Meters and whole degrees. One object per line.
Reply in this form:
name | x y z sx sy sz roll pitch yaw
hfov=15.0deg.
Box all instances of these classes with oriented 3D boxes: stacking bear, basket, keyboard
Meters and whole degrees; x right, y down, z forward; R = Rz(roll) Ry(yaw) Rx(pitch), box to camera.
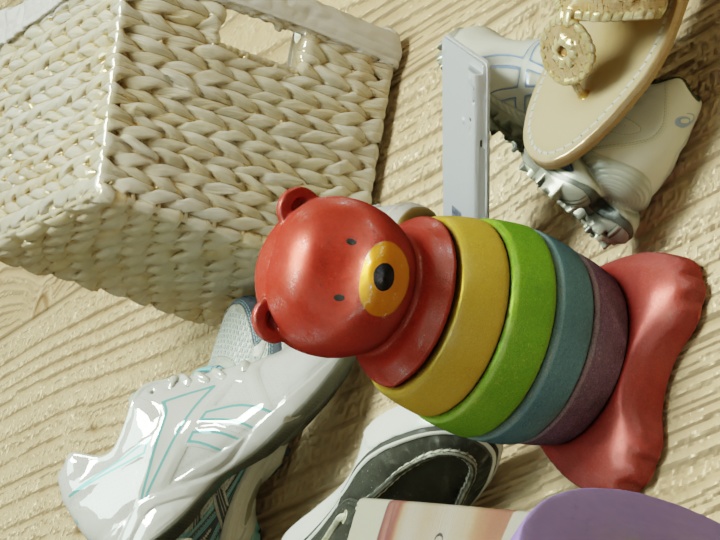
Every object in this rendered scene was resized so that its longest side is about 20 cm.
stacking bear | 0.043 0.022 1.291 0.114 0.200 0.122 9 81 62
basket | -0.112 -0.076 1.648 0.200 0.198 0.161 -18 60 56
keyboard | 0.054 -0.019 1.414 0.056 0.011 0.201 -127 33 -64

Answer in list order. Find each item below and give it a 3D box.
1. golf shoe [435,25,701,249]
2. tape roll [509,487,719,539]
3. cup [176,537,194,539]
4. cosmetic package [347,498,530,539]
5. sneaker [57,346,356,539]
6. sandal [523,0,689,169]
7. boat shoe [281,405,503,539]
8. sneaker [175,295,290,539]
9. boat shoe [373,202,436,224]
golf shoe | 0.112 -0.091 1.400 0.097 0.078 0.200 -48 36 6
tape roll | 0.124 0.181 1.041 0.085 0.200 0.200 -58 30 25
cup | -0.109 0.232 1.489 0.143 0.200 0.200 -43 29 -2
cosmetic package | 0.070 0.165 1.273 0.200 0.087 0.104 -7 68 61
sneaker | -0.087 0.084 1.553 0.200 0.080 0.070 -39 -11 -3
sandal | 0.128 -0.154 1.317 0.212 0.070 0.078 -51 34 -3
boat shoe | 0.016 0.136 1.416 0.200 0.071 0.064 127 154 -47
sneaker | -0.094 0.107 1.616 0.078 0.086 0.201 -12 62 59
boat shoe | 0.000 0.000 1.428 0.200 0.069 0.071 75 -143 -79
